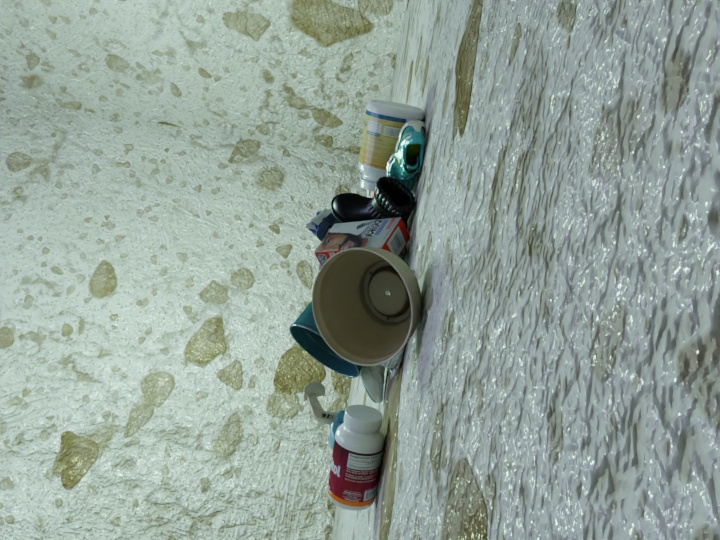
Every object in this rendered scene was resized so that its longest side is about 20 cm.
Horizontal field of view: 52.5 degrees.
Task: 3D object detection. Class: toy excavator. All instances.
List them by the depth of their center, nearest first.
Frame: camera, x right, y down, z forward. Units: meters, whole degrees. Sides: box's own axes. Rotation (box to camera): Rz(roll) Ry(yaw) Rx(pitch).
[{"bbox_3d":[-0.053,0.374,1.778,0.101,0.194,0.198,103,175,-52],"label":"toy excavator"}]

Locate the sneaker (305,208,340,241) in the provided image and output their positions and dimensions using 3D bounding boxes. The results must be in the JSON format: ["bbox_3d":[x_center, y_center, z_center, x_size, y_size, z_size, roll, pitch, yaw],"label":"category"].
[{"bbox_3d":[-0.073,-0.072,1.841,0.082,0.142,0.204,101,178,-52],"label":"sneaker"}]

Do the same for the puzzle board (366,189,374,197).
[{"bbox_3d":[0.037,-0.206,1.957,0.201,0.017,0.155,113,156,-63],"label":"puzzle board"}]

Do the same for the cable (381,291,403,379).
[{"bbox_3d":[0.061,0.095,1.500,0.202,0.067,0.205,101,177,-57],"label":"cable"}]

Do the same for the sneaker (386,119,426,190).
[{"bbox_3d":[0.104,-0.240,1.648,0.203,0.075,0.081,100,169,-45],"label":"sneaker"}]

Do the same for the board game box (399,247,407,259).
[{"bbox_3d":[0.000,0.000,1.675,0.030,0.195,0.136,62,-147,-27],"label":"board game box"}]

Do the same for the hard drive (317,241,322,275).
[{"bbox_3d":[-0.053,0.002,2.063,0.038,0.135,0.206,-77,-4,-84],"label":"hard drive"}]

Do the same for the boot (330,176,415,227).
[{"bbox_3d":[0.027,-0.159,1.702,0.159,0.205,0.081,92,-162,-66],"label":"boot"}]

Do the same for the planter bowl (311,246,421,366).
[{"bbox_3d":[0.029,0.050,1.300,0.134,0.196,0.206,-23,-54,-60],"label":"planter bowl"}]

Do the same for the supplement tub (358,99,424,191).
[{"bbox_3d":[0.071,-0.298,1.762,0.145,0.140,0.206,-88,7,-73],"label":"supplement tub"}]

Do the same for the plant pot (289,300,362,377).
[{"bbox_3d":[-0.039,0.116,1.734,0.190,0.197,0.201,-56,-8,-21],"label":"plant pot"}]

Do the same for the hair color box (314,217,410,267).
[{"bbox_3d":[0.003,-0.058,1.665,0.065,0.196,0.112,60,-136,-29],"label":"hair color box"}]

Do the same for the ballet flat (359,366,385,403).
[{"bbox_3d":[0.024,0.222,1.786,0.070,0.067,0.204,102,152,-54],"label":"ballet flat"}]

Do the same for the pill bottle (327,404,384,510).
[{"bbox_3d":[-0.008,0.405,1.592,0.113,0.109,0.206,-90,9,-77],"label":"pill bottle"}]
